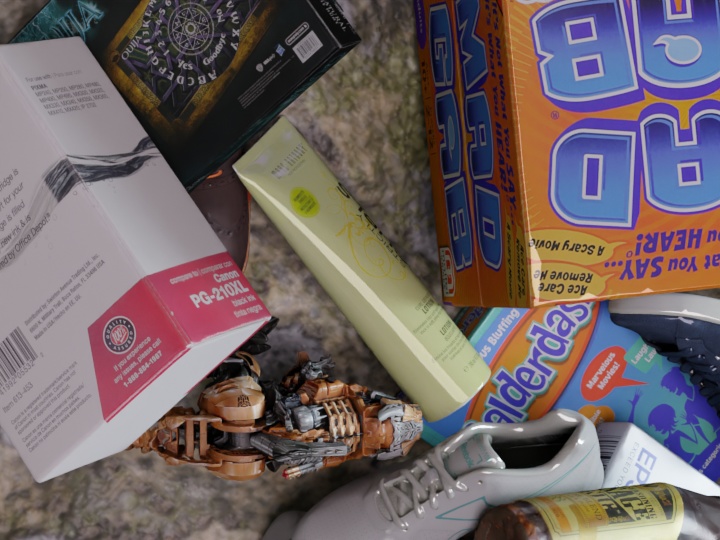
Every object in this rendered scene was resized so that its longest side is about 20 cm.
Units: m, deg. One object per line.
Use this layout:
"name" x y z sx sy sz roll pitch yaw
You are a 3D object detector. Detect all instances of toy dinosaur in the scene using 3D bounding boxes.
"toy dinosaur" -0.069 0.083 1.336 0.199 0.136 0.102 19 101 -17

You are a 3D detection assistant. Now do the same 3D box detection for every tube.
"tube" 0.000 0.000 1.346 0.052 0.058 0.200 -39 97 -7

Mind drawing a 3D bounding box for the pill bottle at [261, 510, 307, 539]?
"pill bottle" 0.035 0.222 1.411 0.199 0.112 0.113 12 102 -16

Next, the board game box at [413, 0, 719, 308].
"board game box" 0.155 -0.088 1.285 0.199 0.200 0.201 -6 91 -12

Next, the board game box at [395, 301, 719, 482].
"board game box" 0.142 0.087 1.434 0.200 0.045 0.152 35 95 -18

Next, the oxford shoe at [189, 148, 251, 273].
"oxford shoe" -0.103 -0.076 1.318 0.071 0.073 0.201 -15 108 -8

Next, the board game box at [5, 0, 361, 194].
"board game box" -0.108 -0.122 1.252 0.200 0.028 0.135 -38 84 32

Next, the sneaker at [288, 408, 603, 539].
"sneaker" 0.049 0.127 1.334 0.200 0.071 0.080 -20 150 -8

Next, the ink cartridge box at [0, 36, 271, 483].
"ink cartridge box" -0.168 -0.009 1.244 0.145 0.084 0.200 -41 78 31

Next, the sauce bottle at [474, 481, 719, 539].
"sauce bottle" 0.164 0.159 1.336 0.199 0.066 0.066 -4 107 -33

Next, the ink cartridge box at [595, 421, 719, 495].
"ink cartridge box" 0.190 0.228 1.400 0.200 0.043 0.197 34 70 -20

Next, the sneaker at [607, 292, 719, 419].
"sneaker" 0.236 0.072 1.389 0.199 0.075 0.085 20 85 -19
